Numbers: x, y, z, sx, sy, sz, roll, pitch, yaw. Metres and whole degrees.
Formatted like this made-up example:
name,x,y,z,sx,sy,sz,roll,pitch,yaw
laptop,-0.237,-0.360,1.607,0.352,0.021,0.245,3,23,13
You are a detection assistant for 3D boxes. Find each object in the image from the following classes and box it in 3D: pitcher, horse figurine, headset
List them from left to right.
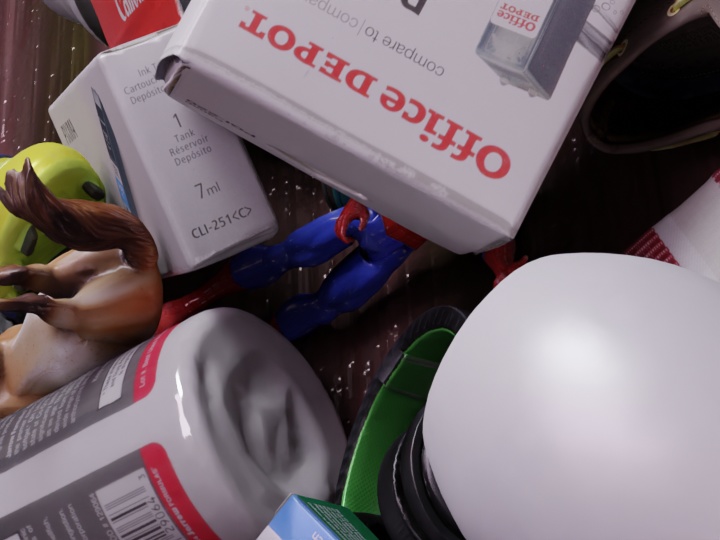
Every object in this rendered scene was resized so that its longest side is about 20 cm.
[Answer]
name,x,y,z,sx,sy,sz,roll,pitch,yaw
horse figurine,-0.134,0.023,1.016,0.200,0.132,0.050,-51,55,50
headset,0.039,0.104,0.892,0.124,0.094,0.200,-58,22,35
pitcher,0.108,0.100,0.780,0.200,0.121,0.172,34,103,28

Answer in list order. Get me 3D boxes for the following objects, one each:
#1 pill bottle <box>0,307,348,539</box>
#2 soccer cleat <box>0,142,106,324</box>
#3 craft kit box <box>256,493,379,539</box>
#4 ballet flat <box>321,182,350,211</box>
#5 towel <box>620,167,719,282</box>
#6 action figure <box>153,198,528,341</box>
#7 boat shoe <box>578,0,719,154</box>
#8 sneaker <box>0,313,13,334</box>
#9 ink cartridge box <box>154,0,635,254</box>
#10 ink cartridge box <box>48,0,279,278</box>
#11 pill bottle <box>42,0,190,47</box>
name,x,y,z,sx,sy,sz,roll,pitch,yaw
pill bottle,-0.110,0.103,1.011,0.200,0.111,0.111,-28,45,28
soccer cleat,-0.157,-0.024,1.102,0.065,0.084,0.200,-39,-6,-13
craft kit box,-0.009,0.211,0.790,0.200,0.049,0.198,43,98,29
ballet flat,0.032,-0.113,1.040,0.064,0.067,0.200,-100,26,-63
towel,0.139,0.024,0.895,0.200,0.023,0.144,-42,38,10
action figure,0.000,0.000,1.005,0.200,0.065,0.099,-36,19,20
boat shoe,0.154,-0.092,0.906,0.200,0.072,0.060,-18,41,53
sneaker,-0.211,0.022,1.194,0.075,0.087,0.200,-25,48,28
ink cartridge box,0.032,-0.126,0.925,0.200,0.146,0.085,-63,7,-6
ink cartridge box,-0.103,-0.083,1.045,0.045,0.176,0.200,-23,2,-13
pill bottle,-0.072,-0.149,1.161,0.200,0.114,0.114,19,76,50
